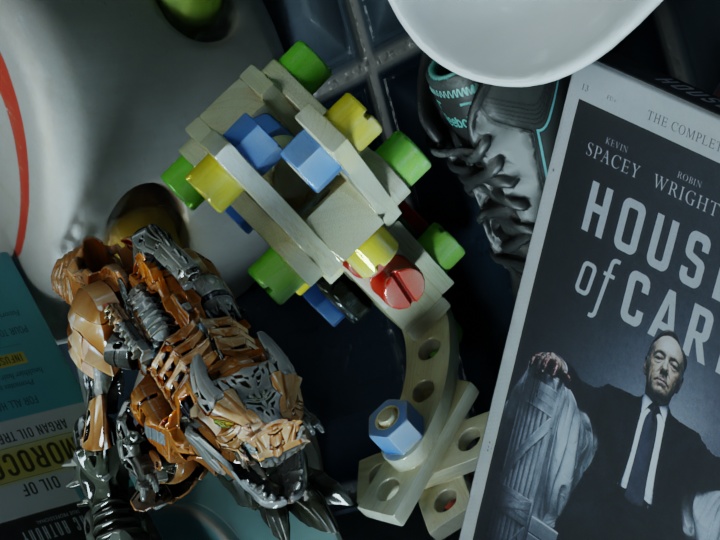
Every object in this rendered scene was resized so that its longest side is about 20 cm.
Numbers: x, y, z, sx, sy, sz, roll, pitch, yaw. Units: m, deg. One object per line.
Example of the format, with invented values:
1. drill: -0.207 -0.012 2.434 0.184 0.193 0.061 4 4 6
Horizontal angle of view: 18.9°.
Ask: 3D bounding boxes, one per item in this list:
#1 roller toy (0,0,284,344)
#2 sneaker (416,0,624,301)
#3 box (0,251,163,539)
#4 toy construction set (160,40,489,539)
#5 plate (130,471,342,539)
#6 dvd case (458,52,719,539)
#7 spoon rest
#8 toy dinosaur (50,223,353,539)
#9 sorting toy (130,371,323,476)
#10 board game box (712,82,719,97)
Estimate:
1. roller toy: -0.129 -0.059 0.950 0.182 0.139 0.201 -4 97 54
2. sneaker: 0.056 -0.041 0.763 0.075 0.079 0.201 0 101 53
3. box: -0.136 0.091 0.839 0.200 0.082 0.049 58 137 21
4. toy construction set: 0.000 0.000 0.802 0.131 0.092 0.200 42 161 54
5. plate: -0.068 0.162 0.866 0.200 0.026 0.201 -10 77 51
6. dvd case: 0.101 0.048 0.688 0.150 0.025 0.201 32 117 47
7. spoon rest: 0.088 -0.114 0.655 0.200 0.061 0.100 -10 98 30
8. toy dinosaur: -0.063 0.037 0.775 0.200 0.102 0.136 -105 4 -63
9. sorting toy: -0.076 0.127 0.972 0.200 0.107 0.181 29 114 45
10. board game box: 0.158 0.012 0.672 0.200 0.039 0.158 47 133 36
